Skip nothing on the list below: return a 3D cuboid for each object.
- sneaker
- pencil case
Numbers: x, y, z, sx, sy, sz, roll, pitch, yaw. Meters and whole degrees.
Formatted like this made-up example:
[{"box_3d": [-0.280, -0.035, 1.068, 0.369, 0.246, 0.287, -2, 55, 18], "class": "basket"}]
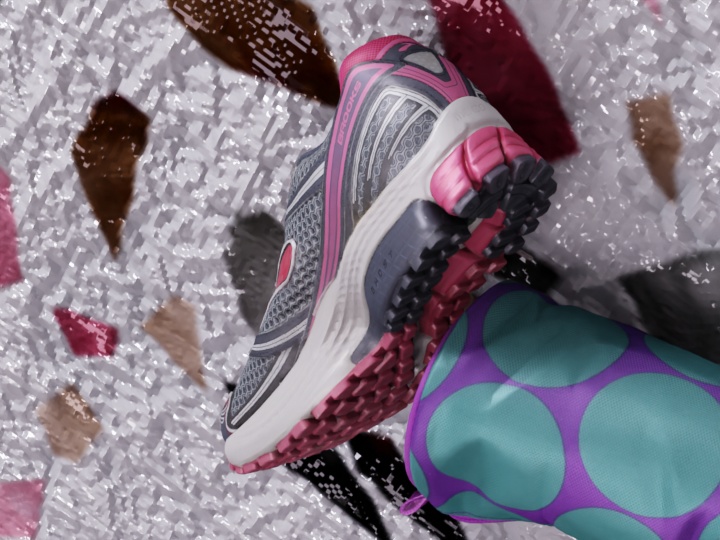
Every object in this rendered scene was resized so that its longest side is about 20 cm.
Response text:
[{"box_3d": [0.000, 0.000, 1.053, 0.075, 0.081, 0.200, 52, 136, 20], "class": "sneaker"}, {"box_3d": [0.117, 0.078, 1.017, 0.200, 0.085, 0.093, 24, 109, 19], "class": "pencil case"}]
